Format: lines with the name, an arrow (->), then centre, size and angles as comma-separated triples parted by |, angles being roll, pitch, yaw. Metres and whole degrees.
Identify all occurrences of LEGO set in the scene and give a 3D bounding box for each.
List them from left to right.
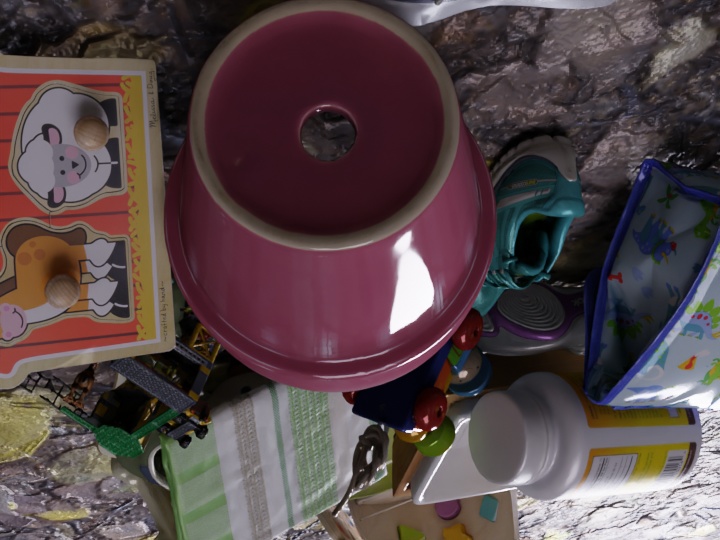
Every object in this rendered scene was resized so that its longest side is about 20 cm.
LEGO set -> -0.176, 0.025, 0.681 | 0.199, 0.116, 0.154 | 33, 136, -15

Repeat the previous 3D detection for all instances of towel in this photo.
towel -> -0.066, 0.147, 0.803 | 0.199, 0.031, 0.150 | -22, 122, -30

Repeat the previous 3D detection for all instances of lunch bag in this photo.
lunch bag -> 0.284, 0.025, 0.809 | 0.169, 0.127, 0.201 | 6, 112, -26

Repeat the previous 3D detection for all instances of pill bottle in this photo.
pill bottle -> 0.196, 0.144, 0.869 | 0.199, 0.110, 0.109 | 4, 143, -32

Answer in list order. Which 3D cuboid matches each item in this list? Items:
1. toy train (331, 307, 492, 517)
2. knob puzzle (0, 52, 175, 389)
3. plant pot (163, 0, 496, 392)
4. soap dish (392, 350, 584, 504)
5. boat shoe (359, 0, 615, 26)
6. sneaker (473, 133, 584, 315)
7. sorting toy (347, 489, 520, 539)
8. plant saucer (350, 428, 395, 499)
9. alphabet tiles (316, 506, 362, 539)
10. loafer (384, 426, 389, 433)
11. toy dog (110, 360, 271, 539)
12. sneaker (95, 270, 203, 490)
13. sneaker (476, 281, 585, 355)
toy train -> 0.040, 0.120, 0.794 | 0.084, 0.201, 0.116 | 14, 158, 33
knob puzzle -> -0.207, -0.027, 0.553 | 0.218, 0.030, 0.221 | -4, 103, -20
plant pot -> -0.017, -0.047, 0.538 | 0.198, 0.201, 0.179 | -10, 164, -4
soap dish -> 0.134, 0.149, 0.981 | 0.199, 0.081, 0.158 | -4, 135, -28
boat shoe -> 0.066, -0.183, 0.519 | 0.200, 0.075, 0.086 | -5, 146, -16
sneaker -> 0.111, -0.017, 0.770 | 0.077, 0.080, 0.200 | 1, 144, -20
sorting toy -> 0.108, 0.316, 1.152 | 0.199, 0.181, 0.107 | -23, 150, 11
plant saucer -> 0.020, 0.171, 1.033 | 0.199, 0.031, 0.201 | -16, 142, -13
alphabet tiles -> 0.011, 0.343, 1.168 | 0.015, 0.196, 0.200 | -39, 143, -2
loafer -> 0.002, 0.100, 0.894 | 0.075, 0.070, 0.201 | 13, 114, -25
toy dog -> -0.113, 0.171, 0.920 | 0.193, 0.140, 0.200 | -4, 148, -37
sneaker -> -0.152, 0.094, 0.790 | 0.067, 0.090, 0.201 | -32, 147, -51
sneaker -> 0.185, 0.053, 0.900 | 0.198, 0.075, 0.100 | -8, 145, -7
